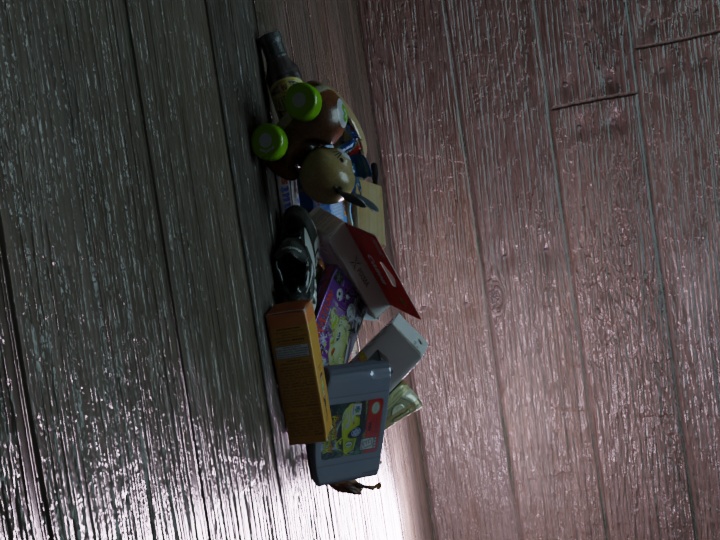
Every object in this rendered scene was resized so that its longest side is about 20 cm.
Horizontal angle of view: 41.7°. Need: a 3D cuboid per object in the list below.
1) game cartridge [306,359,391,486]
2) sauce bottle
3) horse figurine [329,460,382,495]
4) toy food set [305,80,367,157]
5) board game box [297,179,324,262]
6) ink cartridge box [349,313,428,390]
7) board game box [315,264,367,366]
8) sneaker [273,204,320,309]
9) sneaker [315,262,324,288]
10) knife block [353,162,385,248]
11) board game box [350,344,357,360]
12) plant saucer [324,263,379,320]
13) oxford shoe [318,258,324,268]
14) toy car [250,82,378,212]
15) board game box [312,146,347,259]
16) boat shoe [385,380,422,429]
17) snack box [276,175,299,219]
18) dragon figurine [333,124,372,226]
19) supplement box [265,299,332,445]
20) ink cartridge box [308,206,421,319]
[{"bbox_3d":[-0.022,0.245,1.505,0.041,0.130,0.205,-142,-126,-58],"label":"game cartridge"},{"bbox_3d":[-0.123,-0.300,1.598,0.066,0.065,0.204,-51,120,-80],"label":"sauce bottle"},{"bbox_3d":[-0.026,0.303,1.595,0.050,0.129,0.204,-89,-179,-67],"label":"horse figurine"},{"bbox_3d":[-0.058,-0.279,1.835,0.200,0.048,0.200,56,-15,-4],"label":"toy food set"},{"bbox_3d":[-0.086,-0.134,1.817,0.202,0.044,0.155,-89,168,-55],"label":"board game box"},{"bbox_3d":[0.024,0.182,1.710,0.088,0.200,0.145,46,9,1],"label":"ink cartridge box"},{"bbox_3d":[-0.051,0.107,1.532,0.120,0.032,0.203,50,47,-39],"label":"board game box"},{"bbox_3d":[-0.101,-0.026,1.490,0.091,0.065,0.204,73,13,-61],"label":"sneaker"},{"bbox_3d":[-0.074,0.084,1.570,0.091,0.065,0.204,-95,176,-57],"label":"sneaker"},{"bbox_3d":[0.007,-0.140,1.877,0.200,0.063,0.179,-155,-100,-68],"label":"knife block"},{"bbox_3d":[-0.036,0.162,1.880,0.151,0.045,0.205,29,53,-81],"label":"board game box"},{"bbox_3d":[-0.031,0.024,1.887,0.202,0.036,0.200,56,5,-7],"label":"plant saucer"},{"bbox_3d":[-0.055,0.066,1.751,0.072,0.070,0.204,-75,154,-69],"label":"oxford shoe"},{"bbox_3d":[-0.045,-0.170,1.471,0.200,0.158,0.164,46,11,12],"label":"toy car"},{"bbox_3d":[-0.058,-0.132,1.725,0.151,0.036,0.205,-41,123,-79],"label":"board game box"},{"bbox_3d":[0.026,0.287,1.696,0.063,0.200,0.073,46,-16,0],"label":"boat shoe"},{"bbox_3d":[-0.119,-0.108,1.605,0.072,0.024,0.205,29,53,-82],"label":"snack box"},{"bbox_3d":[-0.018,-0.162,1.602,0.202,0.098,0.059,62,-35,22],"label":"dragon figurine"},{"bbox_3d":[-0.089,0.151,1.400,0.067,0.067,0.205,-59,139,-77],"label":"supplement box"},{"bbox_3d":[0.000,0.000,1.586,0.175,0.045,0.202,29,-24,50],"label":"ink cartridge box"}]
